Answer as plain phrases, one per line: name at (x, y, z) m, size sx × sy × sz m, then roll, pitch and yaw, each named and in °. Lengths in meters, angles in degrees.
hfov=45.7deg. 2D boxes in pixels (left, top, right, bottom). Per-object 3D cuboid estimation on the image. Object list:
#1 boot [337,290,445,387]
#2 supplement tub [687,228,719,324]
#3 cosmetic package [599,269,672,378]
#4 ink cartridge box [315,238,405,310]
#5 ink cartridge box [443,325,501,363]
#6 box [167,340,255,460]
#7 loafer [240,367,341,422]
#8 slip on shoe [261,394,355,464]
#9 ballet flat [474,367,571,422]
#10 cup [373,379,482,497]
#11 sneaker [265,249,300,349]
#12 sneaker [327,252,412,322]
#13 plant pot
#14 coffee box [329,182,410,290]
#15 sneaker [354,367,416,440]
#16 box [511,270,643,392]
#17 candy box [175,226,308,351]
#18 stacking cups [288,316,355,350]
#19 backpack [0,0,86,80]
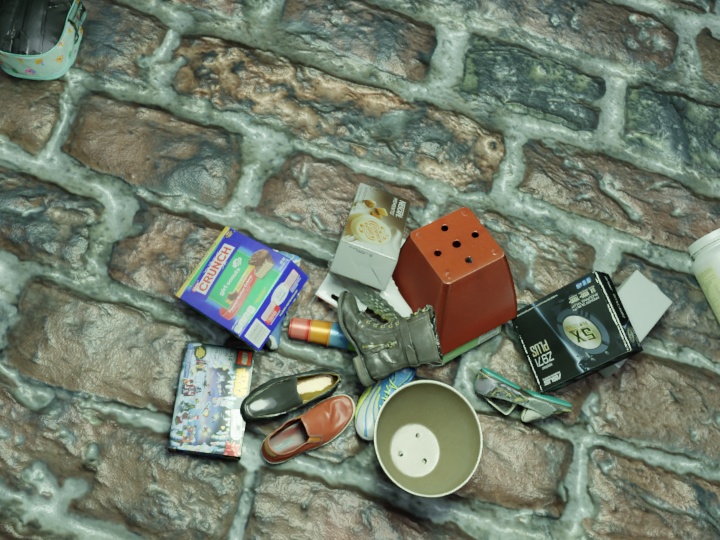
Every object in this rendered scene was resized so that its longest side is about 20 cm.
boot at (0.059, 0.105, 1.568) m, size 0.171 × 0.069 × 0.204 m, roll -25°, pitch 75°, yaw 18°
supplement tub at (0.780, 0.018, 1.769) m, size 0.142 × 0.145 × 0.204 m, roll -17°, pitch 72°, yaw -14°
cosmetic package at (0.531, 0.108, 1.739) m, size 0.102 × 0.074 × 0.200 m, roll 44°, pitch 68°, yaw 10°
ink cartridge box at (0.000, 0.000, 1.714) m, size 0.108 × 0.050 × 0.202 m, roll 30°, pitch 69°, yaw 3°
ink cartridge box at (0.171, 0.070, 1.715) m, size 0.143 × 0.048 × 0.201 m, roll -25°, pitch 56°, yaw -16°
box at (-0.274, 0.240, 1.589) m, size 0.133 × 0.040 × 0.205 m, roll 7°, pitch 68°, yaw -6°
loafer at (-0.127, 0.224, 1.582) m, size 0.197 × 0.072 × 0.074 m, roll -21°, pitch 82°, yaw -24°
slip on shoe at (-0.093, 0.292, 1.585) m, size 0.197 × 0.061 × 0.075 m, roll -26°, pitch 73°, yaw -18°
ballet flat at (0.310, 0.254, 1.663) m, size 0.196 × 0.072 × 0.073 m, roll 22°, pitch 68°, yaw 1°
cup at (0.110, 0.318, 1.560) m, size 0.195 × 0.144 × 0.205 m, roll 3°, pitch 68°, yaw -7°
sneaker at (-0.157, 0.053, 1.656) m, size 0.075 × 0.076 × 0.205 m, roll 2°, pitch 70°, yaw -2°
sneaker at (0.031, 0.022, 1.648) m, size 0.199 × 0.077 × 0.081 m, roll 41°, pitch 60°, yaw 6°
plant pot at (0.177, 0.005, 1.625) m, size 0.197 × 0.178 × 0.201 m, roll -25°, pitch 57°, yaw -16°
coffee box at (0.022, -0.067, 1.626) m, size 0.112 × 0.081 × 0.202 m, roll 20°, pitch 38°, yaw -2°
sneaker at (0.051, 0.219, 1.609) m, size 0.075 × 0.105 × 0.203 m, roll 26°, pitch 68°, yaw 3°
box at (0.413, 0.120, 1.649) m, size 0.198 × 0.085 × 0.167 m, roll -30°, pitch 70°, yaw 28°
candy box at (-0.222, 0.030, 1.597) m, size 0.198 × 0.077 × 0.171 m, roll 24°, pitch 75°, yaw 39°
stacking cups at (-0.040, 0.121, 1.657) m, size 0.195 × 0.061 × 0.062 m, roll 12°, pitch 68°, yaw -3°
backpack at (-0.660, -0.484, 1.743) m, size 0.171 × 0.154 × 0.204 m, roll 7°, pitch 59°, yaw -3°
